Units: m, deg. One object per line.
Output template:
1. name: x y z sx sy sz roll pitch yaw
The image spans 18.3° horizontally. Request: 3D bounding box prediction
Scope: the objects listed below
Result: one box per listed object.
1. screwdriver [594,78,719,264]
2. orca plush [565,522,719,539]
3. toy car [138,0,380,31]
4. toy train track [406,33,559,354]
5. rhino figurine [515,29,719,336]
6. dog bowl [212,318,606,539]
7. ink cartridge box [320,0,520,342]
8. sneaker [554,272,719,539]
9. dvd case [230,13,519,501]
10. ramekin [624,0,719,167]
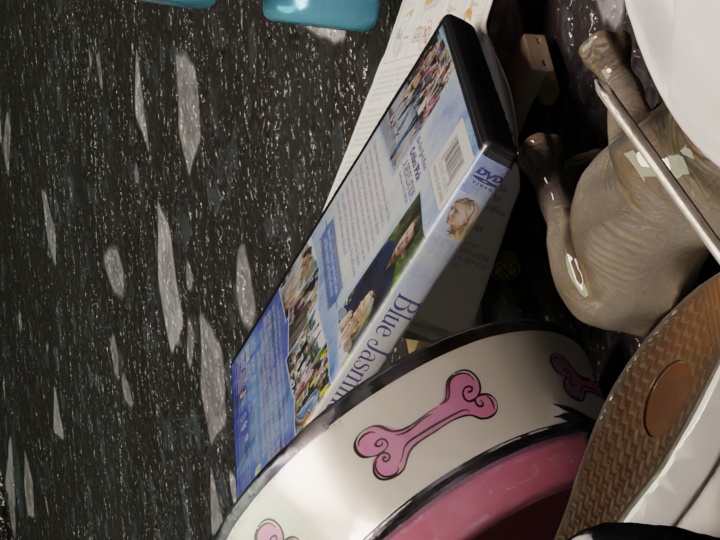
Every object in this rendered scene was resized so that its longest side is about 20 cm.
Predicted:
1. screwdriver: 0.128 0.013 0.744 0.200 0.029 0.028 53 -167 25
2. orca plush: 0.134 0.101 0.719 0.200 0.105 0.071 5 82 63
3. toy car: -0.015 -0.210 1.050 0.200 0.176 0.185 14 97 60
4. toy train track: 0.063 -0.029 1.059 0.200 0.032 0.115 110 158 -45
5. rhino figurine: 0.114 -0.045 0.817 0.200 0.060 0.088 119 137 -59
6. dog bowl: 0.034 0.117 0.934 0.074 0.199 0.201 51 148 30
7. ink cartridge box: 0.038 -0.068 1.051 0.201 0.057 0.162 -66 15 -6
8. sneaker: 0.125 0.095 0.837 0.073 0.084 0.201 -112 43 -66
9. dvd case: 0.000 0.000 0.948 0.200 0.017 0.143 -58 17 21
10. ramekin: 0.146 -0.126 0.618 0.202 0.094 0.203 174 90 -74
